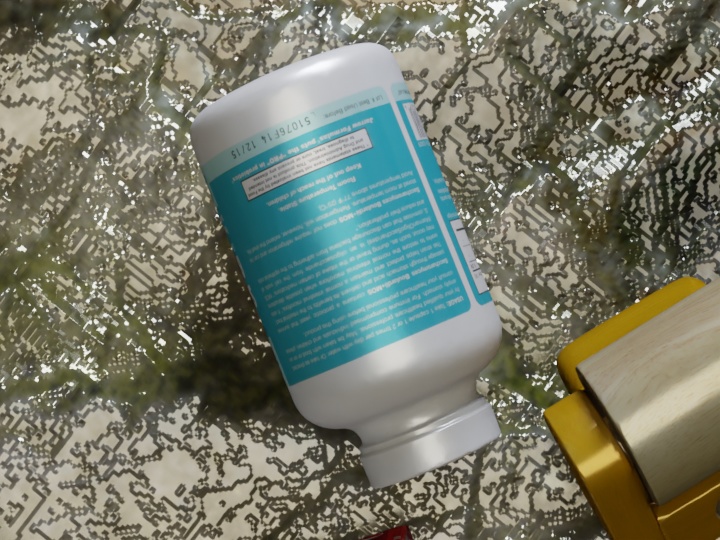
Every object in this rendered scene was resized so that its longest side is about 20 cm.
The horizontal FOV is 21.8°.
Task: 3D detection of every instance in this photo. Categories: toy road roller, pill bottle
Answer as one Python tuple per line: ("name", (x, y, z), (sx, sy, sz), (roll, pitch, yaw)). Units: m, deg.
("toy road roller", (0.147, 0.059, 0.874), (0.122, 0.200, 0.147), (-31, 52, 1))
("pill bottle", (0.000, 0.000, 0.913), (0.110, 0.111, 0.202), (-22, 88, 2))

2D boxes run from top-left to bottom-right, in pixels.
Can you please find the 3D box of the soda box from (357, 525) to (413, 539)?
("soda box", (0.027, 0.234, 0.930), (0.063, 0.070, 0.202), (-19, 88, 1))
